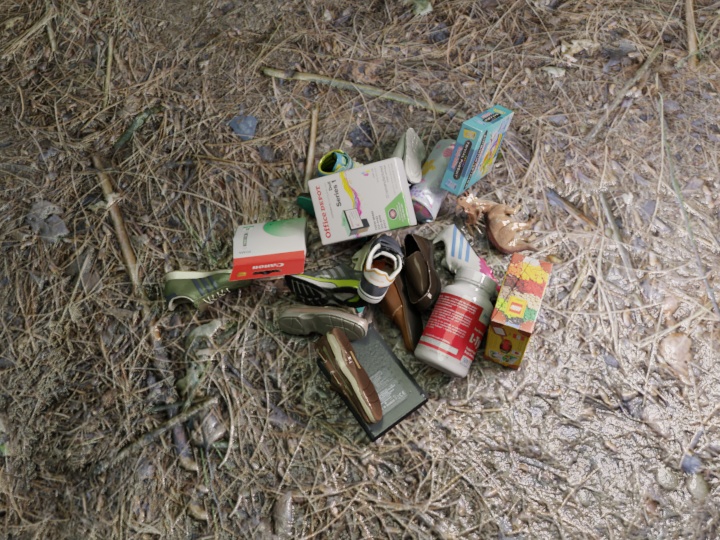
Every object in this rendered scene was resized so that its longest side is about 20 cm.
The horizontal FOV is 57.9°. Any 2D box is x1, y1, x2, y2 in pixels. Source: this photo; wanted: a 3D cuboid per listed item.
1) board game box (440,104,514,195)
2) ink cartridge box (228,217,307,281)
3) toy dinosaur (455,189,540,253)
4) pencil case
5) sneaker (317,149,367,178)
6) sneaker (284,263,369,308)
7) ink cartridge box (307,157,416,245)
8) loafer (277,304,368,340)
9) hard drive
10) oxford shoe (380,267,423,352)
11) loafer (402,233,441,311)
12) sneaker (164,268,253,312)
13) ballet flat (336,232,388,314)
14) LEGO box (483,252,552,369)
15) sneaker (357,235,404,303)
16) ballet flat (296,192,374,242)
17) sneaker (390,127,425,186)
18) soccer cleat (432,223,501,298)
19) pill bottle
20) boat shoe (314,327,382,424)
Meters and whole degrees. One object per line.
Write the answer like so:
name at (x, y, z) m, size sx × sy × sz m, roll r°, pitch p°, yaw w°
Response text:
board game box at (0.257, -0.265, 1.422) m, size 0.047 × 0.151 × 0.200 m, roll 29°, pitch 36°, yaw 18°
ink cartridge box at (-0.198, -0.049, 1.409) m, size 0.160 × 0.050 × 0.200 m, roll -7°, pitch 25°, yaw 2°
toy dinosaur at (0.300, -0.092, 1.417) m, size 0.135 × 0.086 × 0.200 m, roll -28°, pitch 68°, yaw -8°
pencil case at (0.173, -0.205, 1.487) m, size 0.083 × 0.091 × 0.200 m, roll 7°, pitch 56°, yaw 48°
sneaker at (-0.007, -0.225, 1.487) m, size 0.199 × 0.131 × 0.080 m, roll -10°, pitch 62°, yaw -1°
sneaker at (-0.063, 0.025, 1.354) m, size 0.199 × 0.074 × 0.081 m, roll 9°, pitch 44°, yaw 17°
ink cartridge box at (0.003, -0.144, 1.385) m, size 0.199 × 0.084 × 0.145 m, roll -12°, pitch 93°, yaw 16°
loafer at (-0.074, 0.098, 1.354) m, size 0.199 × 0.072 × 0.063 m, roll 3°, pitch 39°, yaw 21°
hard drive at (0.022, 0.221, 1.311) m, size 0.139 × 0.033 × 0.200 m, roll -34°, pitch 65°, yaw -11°
oxford shoe at (0.081, 0.087, 1.366) m, size 0.071 × 0.071 × 0.201 m, roll -26°, pitch 58°, yaw 20°
loafer at (0.115, 0.000, 1.368) m, size 0.073 × 0.071 × 0.200 m, roll -38°, pitch 36°, yaw 29°
sneaker at (-0.333, 0.049, 1.423) m, size 0.199 × 0.067 × 0.090 m, roll -1°, pitch 70°, yaw 5°
ballet flat at (0.000, 0.000, 1.413) m, size 0.069 × 0.070 × 0.201 m, roll 18°, pitch 67°, yaw 14°
LEGO box at (0.301, 0.082, 1.259) m, size 0.077 × 0.200 × 0.149 m, roll 18°, pitch 66°, yaw 15°
sneaker at (0.051, -0.023, 1.313) m, size 0.078 × 0.080 × 0.200 m, roll 22°, pitch 38°, yaw -3°
ballet flat at (-0.048, -0.133, 1.487) m, size 0.200 × 0.068 × 0.068 m, roll 31°, pitch 60°, yaw 9°
sneaker at (0.096, -0.254, 1.484) m, size 0.080 × 0.076 × 0.200 m, roll -29°, pitch 27°, yaw 33°
soccer cleat at (0.227, -0.008, 1.397) m, size 0.086 × 0.070 × 0.200 m, roll -33°, pitch 62°, yaw 8°
pill bottle at (0.194, 0.102, 1.289) m, size 0.112 × 0.112 × 0.201 m, roll 23°, pitch 81°, yaw 16°
boat shoe at (-0.028, 0.216, 1.271) m, size 0.075 × 0.075 × 0.203 m, roll -35°, pitch 64°, yaw 15°
